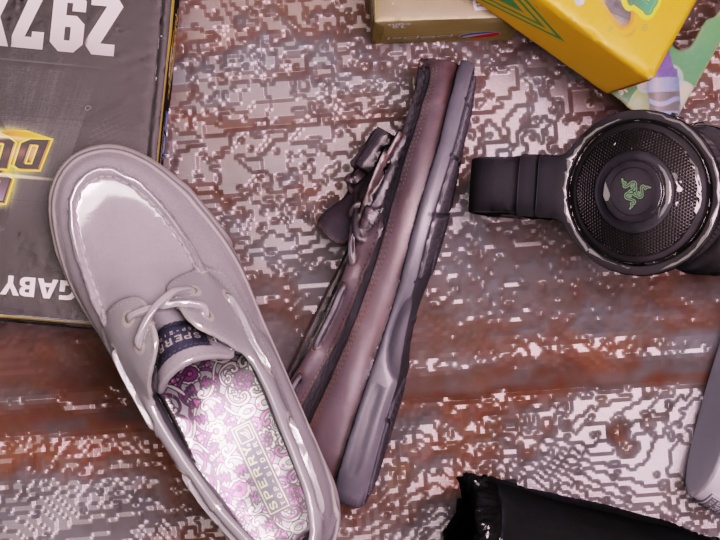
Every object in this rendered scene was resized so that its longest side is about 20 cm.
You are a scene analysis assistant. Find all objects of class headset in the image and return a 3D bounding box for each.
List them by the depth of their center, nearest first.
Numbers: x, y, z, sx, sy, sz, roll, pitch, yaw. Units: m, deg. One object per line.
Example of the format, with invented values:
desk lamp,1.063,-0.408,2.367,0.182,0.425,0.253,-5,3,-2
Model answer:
headset,0.137,-0.044,0.920,0.199,0.123,0.095,6,92,40

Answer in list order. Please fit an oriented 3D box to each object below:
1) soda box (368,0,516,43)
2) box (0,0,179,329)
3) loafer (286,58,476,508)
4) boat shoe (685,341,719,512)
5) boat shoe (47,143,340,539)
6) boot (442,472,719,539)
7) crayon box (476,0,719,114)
soda box,0.034,-0.204,0.985,0.067,0.064,0.202,-2,87,-1
box,-0.184,-0.060,0.986,0.198,0.049,0.161,6,85,0
loafer,0.000,0.000,0.974,0.063,0.072,0.202,15,90,5
boat shoe,0.203,0.015,0.974,0.066,0.070,0.201,18,87,-7
boat shoe,-0.071,0.037,0.924,0.072,0.069,0.201,-23,87,-3
boot,0.118,0.130,0.907,0.161,0.198,0.074,19,84,-5
crayon box,0.089,-0.165,0.933,0.199,0.052,0.126,34,78,-13
